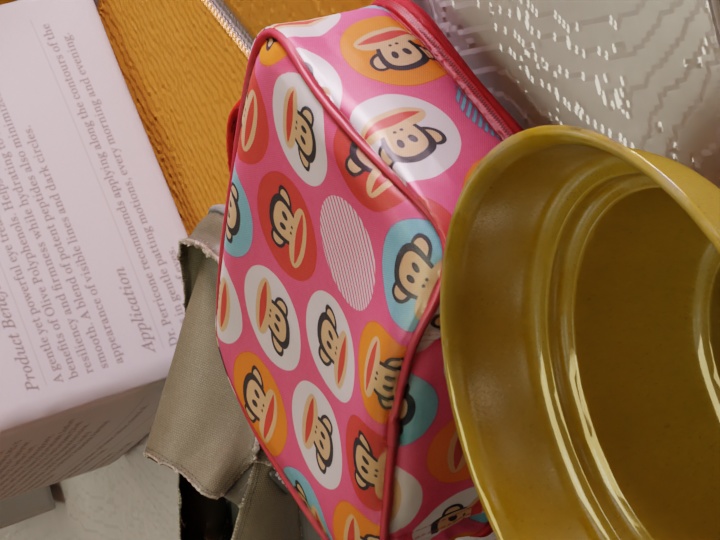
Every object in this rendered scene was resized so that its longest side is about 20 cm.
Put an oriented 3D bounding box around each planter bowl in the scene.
[{"bbox_3d":[0.114,0.041,0.916,0.200,0.083,0.201,37,136,48],"label":"planter bowl"}]

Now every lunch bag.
[{"bbox_3d":[0.000,0.000,1.100,0.176,0.082,0.200,52,146,34],"label":"lunch bag"}]

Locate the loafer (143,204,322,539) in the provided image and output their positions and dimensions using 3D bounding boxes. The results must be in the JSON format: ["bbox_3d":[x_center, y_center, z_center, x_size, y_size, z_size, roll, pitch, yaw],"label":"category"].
[{"bbox_3d":[-0.057,0.070,1.253,0.075,0.069,0.201,24,126,54],"label":"loafer"}]

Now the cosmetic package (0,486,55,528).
[{"bbox_3d":[-0.283,0.056,1.597,0.199,0.123,0.201,-4,101,61],"label":"cosmetic package"}]

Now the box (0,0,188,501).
[{"bbox_3d":[-0.196,0.004,1.359,0.199,0.171,0.200,67,151,10],"label":"box"}]
